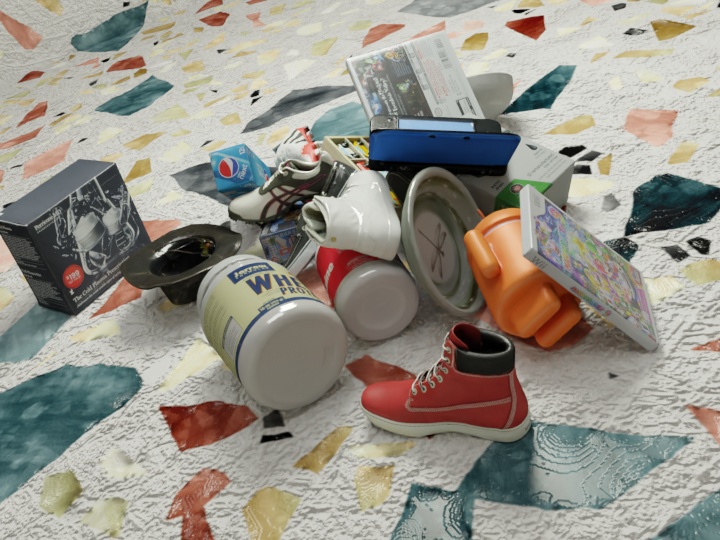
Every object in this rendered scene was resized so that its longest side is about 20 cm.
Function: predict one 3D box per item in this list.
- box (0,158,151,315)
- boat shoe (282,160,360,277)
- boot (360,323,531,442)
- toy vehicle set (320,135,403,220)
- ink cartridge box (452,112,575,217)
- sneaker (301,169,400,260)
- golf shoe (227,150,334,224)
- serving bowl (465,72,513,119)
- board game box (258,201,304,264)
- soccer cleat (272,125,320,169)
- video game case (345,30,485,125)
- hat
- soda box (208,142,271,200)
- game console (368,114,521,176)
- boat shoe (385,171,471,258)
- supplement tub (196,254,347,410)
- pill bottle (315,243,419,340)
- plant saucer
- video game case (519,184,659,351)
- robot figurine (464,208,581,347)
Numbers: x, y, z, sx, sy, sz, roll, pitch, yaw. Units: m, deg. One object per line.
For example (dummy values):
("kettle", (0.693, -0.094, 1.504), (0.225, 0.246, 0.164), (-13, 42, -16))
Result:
("box", (-0.481, -0.060, 1.375), (0.104, 0.183, 0.200), (9, 41, 34))
("boat shoe", (-0.067, -0.076, 1.236), (0.200, 0.056, 0.069), (-56, 0, 4))
("boot", (0.080, 0.113, 0.892), (0.199, 0.145, 0.073), (-1, 38, 26))
("toy vehicle set", (0.039, -0.153, 1.304), (0.124, 0.027, 0.200), (-9, 45, -40))
("ink cartridge box", (0.196, -0.140, 1.218), (0.200, 0.083, 0.147), (31, 55, 28))
("sneaker", (-0.022, -0.088, 1.077), (0.115, 0.074, 0.200), (9, 27, -17))
("golf shoe", (-0.124, -0.134, 1.294), (0.199, 0.088, 0.077), (-14, 34, 8))
("serving bowl", (0.185, -0.290, 1.460), (0.199, 0.066, 0.200), (-14, -4, -1))
("board game box", (-0.048, -0.099, 1.341), (0.199, 0.062, 0.200), (-7, 34, 14))
("soccer cleat", (-0.105, -0.192, 1.397), (0.085, 0.069, 0.200), (-30, 30, 1))
("video game case", (0.092, -0.288, 1.337), (0.181, 0.023, 0.201), (-18, 73, -9))
("hat", (-0.277, 0.002, 1.285), (0.199, 0.081, 0.201), (-7, 29, 4))
("soda box", (-0.199, -0.158, 1.394), (0.064, 0.068, 0.200), (-15, -6, 5))
("game console", (0.112, -0.199, 1.133), (0.199, 0.119, 0.171), (3, 47, 0))
("boat shoe", (0.099, -0.078, 1.171), (0.066, 0.072, 0.201), (-33, 68, -27))
("supplement tub", (-0.121, 0.072, 1.044), (0.145, 0.146, 0.200), (-29, 35, -18))
("pill bottle", (0.000, 0.000, 1.125), (0.112, 0.113, 0.200), (-21, 32, -5))
("plant saucer", (0.104, -0.033, 1.061), (0.050, 0.201, 0.200), (-16, 28, 35))
("video game case", (0.269, -0.006, 0.959), (0.018, 0.200, 0.143), (-46, 18, 33))
("robot figurine", (0.203, 0.002, 1.012), (0.143, 0.117, 0.200), (-9, 43, -8))
